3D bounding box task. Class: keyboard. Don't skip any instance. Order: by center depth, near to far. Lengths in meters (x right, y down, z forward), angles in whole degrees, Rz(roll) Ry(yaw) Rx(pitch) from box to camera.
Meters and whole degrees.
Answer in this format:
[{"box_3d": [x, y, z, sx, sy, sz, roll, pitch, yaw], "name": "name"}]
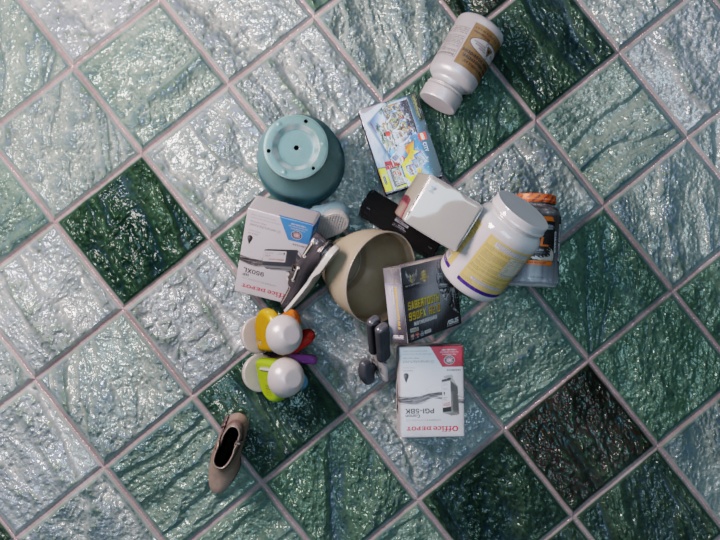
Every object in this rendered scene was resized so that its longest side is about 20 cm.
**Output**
[{"box_3d": [0.082, -0.090, 1.583, 0.200, 0.040, 0.104, 33, 66, 0], "name": "keyboard"}]

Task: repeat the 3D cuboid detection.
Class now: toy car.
[{"box_3d": [-0.164, 0.180, 1.518, 0.150, 0.175, 0.200, -1, 88, -38], "name": "toy car"}]

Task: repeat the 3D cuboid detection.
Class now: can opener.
[{"box_3d": [0.028, 0.180, 1.497, 0.067, 0.200, 0.053, -34, 55, -23], "name": "can opener"}]

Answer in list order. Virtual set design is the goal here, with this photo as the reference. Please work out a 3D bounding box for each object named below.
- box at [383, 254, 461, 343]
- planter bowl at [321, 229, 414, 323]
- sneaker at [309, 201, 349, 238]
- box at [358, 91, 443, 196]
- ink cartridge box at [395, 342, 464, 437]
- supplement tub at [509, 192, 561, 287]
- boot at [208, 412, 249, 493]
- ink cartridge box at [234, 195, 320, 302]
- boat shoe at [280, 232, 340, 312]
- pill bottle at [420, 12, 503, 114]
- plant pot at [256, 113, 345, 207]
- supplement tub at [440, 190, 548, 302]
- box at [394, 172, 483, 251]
[{"box_3d": [0.136, 0.057, 1.495, 0.048, 0.200, 0.159, 0, 98, 42], "name": "box"}, {"box_3d": [0.000, 0.000, 1.501, 0.135, 0.200, 0.201, 20, 87, 43], "name": "planter bowl"}, {"box_3d": [-0.114, -0.100, 1.564, 0.200, 0.082, 0.074, -14, 122, 15], "name": "sneaker"}, {"box_3d": [0.090, -0.283, 1.578, 0.136, 0.038, 0.200, -18, 89, -1], "name": "box"}, {"box_3d": [0.153, 0.262, 1.543, 0.146, 0.083, 0.200, -1, 88, -2], "name": "ink cartridge box"}, {"box_3d": [0.375, -0.065, 1.537, 0.122, 0.123, 0.200, 2, 88, -1], "name": "supplement tub"}, {"box_3d": [-0.290, 0.398, 1.499, 0.070, 0.146, 0.200, 16, 89, -2], "name": "boot"}, {"box_3d": [-0.179, -0.040, 1.504, 0.144, 0.084, 0.200, 14, 116, 1], "name": "ink cartridge box"}, {"box_3d": [-0.116, 0.006, 1.437, 0.060, 0.074, 0.200, 41, 126, 4], "name": "boat shoe"}, {"box_3d": [0.219, -0.453, 1.548, 0.114, 0.114, 0.200, 30, 88, 0], "name": "pill bottle"}, {"box_3d": [-0.133, -0.245, 1.499, 0.200, 0.188, 0.201, 0, 89, -1], "name": "plant pot"}, {"box_3d": [0.276, -0.050, 1.447, 0.145, 0.145, 0.200, 35, 118, 0], "name": "supplement tub"}, {"box_3d": [0.158, -0.127, 1.470, 0.128, 0.200, 0.109, 30, 97, -6], "name": "box"}]
